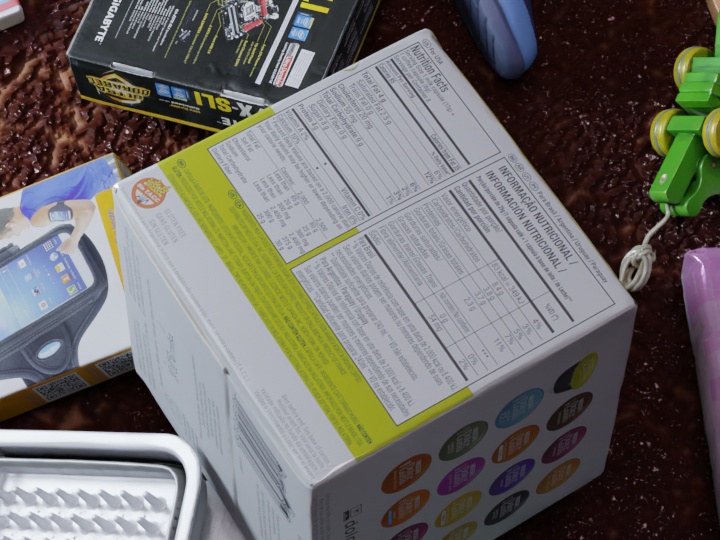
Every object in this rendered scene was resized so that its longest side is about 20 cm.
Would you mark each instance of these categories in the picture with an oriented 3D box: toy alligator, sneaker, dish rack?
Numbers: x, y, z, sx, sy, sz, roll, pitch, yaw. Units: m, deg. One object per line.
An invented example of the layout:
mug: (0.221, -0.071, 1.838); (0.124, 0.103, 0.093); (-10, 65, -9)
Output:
toy alligator: (0.208, -0.070, 1.565); (0.054, 0.059, 0.201); (28, 77, -32)
sneaker: (0.089, -0.215, 1.610); (0.082, 0.074, 0.201); (-9, 69, -5)
dish rack: (-0.175, 0.175, 1.443); (0.199, 0.044, 0.173); (-1, 65, 29)

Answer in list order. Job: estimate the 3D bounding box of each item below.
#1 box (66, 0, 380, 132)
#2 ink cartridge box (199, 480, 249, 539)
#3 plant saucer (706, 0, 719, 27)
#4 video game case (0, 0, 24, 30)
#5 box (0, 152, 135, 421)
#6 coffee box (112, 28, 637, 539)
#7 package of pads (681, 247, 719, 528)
box: (-0.068, -0.179, 1.590); (0.159, 0.049, 0.201); (15, 63, 13)
ink cartridge box: (-0.012, 0.195, 1.454); (0.199, 0.059, 0.104); (14, 69, 6)
plant saucer: (0.312, -0.191, 1.619); (0.199, 0.032, 0.201); (0, 68, 0)
video game case: (-0.313, -0.215, 1.646); (0.142, 0.017, 0.201); (-23, 70, -9)
box: (-0.212, 0.024, 1.520); (0.199, 0.041, 0.120); (-21, 70, 3)
coffee box: (0.006, 0.036, 1.388); (0.197, 0.200, 0.200); (-28, 64, -16)
package of pads: (0.255, 0.080, 1.488); (0.120, 0.076, 0.201); (-7, 68, 1)
